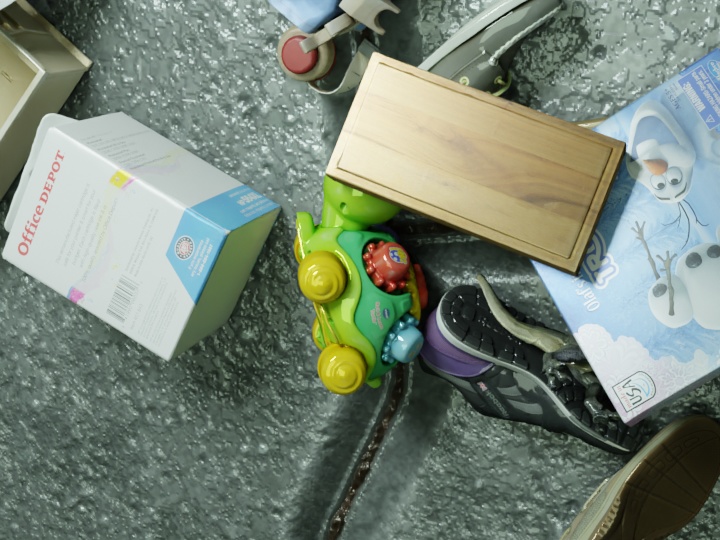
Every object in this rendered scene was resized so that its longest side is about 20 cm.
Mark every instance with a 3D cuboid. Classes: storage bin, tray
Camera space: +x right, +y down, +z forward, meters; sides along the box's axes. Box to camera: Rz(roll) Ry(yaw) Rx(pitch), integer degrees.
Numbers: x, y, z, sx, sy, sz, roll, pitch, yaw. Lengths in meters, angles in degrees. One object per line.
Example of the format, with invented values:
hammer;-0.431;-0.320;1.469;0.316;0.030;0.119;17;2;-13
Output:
storage bin;-0.378;-0.169;1.057;0.198;0.094;0.200;42;112;4
tray;0.083;-0.079;0.866;0.198;0.037;0.100;22;90;13

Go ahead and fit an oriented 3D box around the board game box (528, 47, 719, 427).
board game box;0.229;-0.024;0.859;0.198;0.043;0.201;-33;71;13

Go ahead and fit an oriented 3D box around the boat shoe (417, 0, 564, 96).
boat shoe;0.082;-0.153;0.923;0.201;0.072;0.061;-34;93;28

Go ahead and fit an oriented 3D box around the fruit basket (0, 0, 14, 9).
fruit basket;-0.318;-0.302;0.962;0.185;0.200;0.094;42;153;5

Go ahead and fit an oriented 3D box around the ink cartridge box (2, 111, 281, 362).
ink cartridge box;-0.195;-0.041;1.010;0.199;0.125;0.129;31;110;9

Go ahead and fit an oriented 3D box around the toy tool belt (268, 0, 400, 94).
toy tool belt;-0.019;-0.229;0.908;0.125;0.123;0.201;38;112;6

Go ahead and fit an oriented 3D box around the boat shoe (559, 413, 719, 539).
boat shoe;0.216;0.194;0.961;0.072;0.065;0.201;36;92;-16

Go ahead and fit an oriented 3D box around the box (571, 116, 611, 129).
box;0.252;-0.046;0.918;0.198;0.021;0.165;-7;100;21

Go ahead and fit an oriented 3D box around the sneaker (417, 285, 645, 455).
sneaker;0.138;0.093;0.976;0.199;0.076;0.088;34;139;1

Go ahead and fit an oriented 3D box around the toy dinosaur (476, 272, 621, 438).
toy dinosaur;0.173;0.073;0.920;0.198;0.088;0.048;25;125;-5

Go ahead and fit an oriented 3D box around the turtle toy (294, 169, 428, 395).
turtle toy;0.000;0.000;0.956;0.100;0.146;0.202;-12;105;-2
